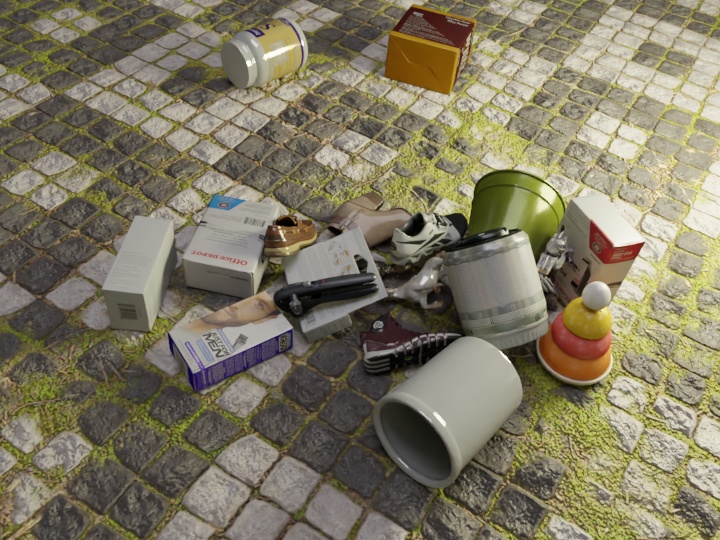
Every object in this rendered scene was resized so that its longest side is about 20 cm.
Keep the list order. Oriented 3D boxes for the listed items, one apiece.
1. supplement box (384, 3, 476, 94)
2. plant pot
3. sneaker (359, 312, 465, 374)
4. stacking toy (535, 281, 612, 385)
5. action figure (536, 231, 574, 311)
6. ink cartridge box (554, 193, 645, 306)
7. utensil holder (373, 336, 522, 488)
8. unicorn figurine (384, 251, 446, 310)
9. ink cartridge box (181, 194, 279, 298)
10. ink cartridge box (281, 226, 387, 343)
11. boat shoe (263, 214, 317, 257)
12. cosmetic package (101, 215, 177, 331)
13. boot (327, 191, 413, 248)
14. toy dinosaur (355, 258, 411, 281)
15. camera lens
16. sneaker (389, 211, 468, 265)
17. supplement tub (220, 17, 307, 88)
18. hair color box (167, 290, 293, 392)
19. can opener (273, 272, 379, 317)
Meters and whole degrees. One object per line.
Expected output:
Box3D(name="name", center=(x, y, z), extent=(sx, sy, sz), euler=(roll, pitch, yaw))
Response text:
Box3D(name="supplement box", center=(0.197, -0.622, 2.042), extent=(0.196, 0.133, 0.200), euler=(18, 47, 12))
Box3D(name="plant pot", center=(0.300, -0.068, 1.501), extent=(0.199, 0.201, 0.194), euler=(19, 59, 12))
Box3D(name="sneaker", center=(0.091, 0.118, 1.363), extent=(0.199, 0.076, 0.116), euler=(-8, 45, -13))
Box3D(name="stacking toy", center=(0.411, 0.099, 1.326), extent=(0.145, 0.201, 0.147), euler=(3, 46, -3))
Box3D(name="action figure", center=(0.365, 0.009, 1.407), extent=(0.069, 0.201, 0.130), euler=(35, 54, 24))
Box3D(name="ink cartridge box", center=(0.452, -0.027, 1.448), extent=(0.082, 0.201, 0.147), euler=(-10, 47, -22))
Box3D(name="utensil holder", center=(0.146, 0.226, 1.202), extent=(0.170, 0.171, 0.200), euler=(35, 50, 25))
Box3D(name="unicorn figurine", center=(0.122, 0.025, 1.436), extent=(0.199, 0.074, 0.137), euler=(-31, 23, -31))
Box3D(name="ink cartridge box", center=(-0.258, -0.050, 1.477), extent=(0.145, 0.085, 0.201), euler=(11, 47, 4))
Box3D(name="ink cartridge box", center=(-0.051, 0.023, 1.419), extent=(0.173, 0.044, 0.201), euler=(-22, 49, 1))
Box3D(name="boat shoe", center=(-0.139, -0.081, 1.485), extent=(0.072, 0.068, 0.200), euler=(0, 15, 17))
Box3D(name="cosmetic package", center=(-0.415, 0.003, 1.391), extent=(0.081, 0.113, 0.201), euler=(6, 44, -1))
Box3D(name="boot", center=(0.033, -0.082, 1.561), extent=(0.200, 0.070, 0.146), euler=(36, 61, 20))
Box3D(name="toy dinosaur", center=(0.000, 0.000, 1.489), extent=(0.199, 0.048, 0.088), euler=(11, 42, 9))
Box3D(name="camera lens", center=(0.247, 0.030, 1.330), extent=(0.159, 0.160, 0.201), euler=(-18, 93, -22))
Box3D(name="sneaker", center=(0.146, -0.087, 1.491), extent=(0.199, 0.089, 0.074), euler=(-28, 45, -30))
Box3D(name="supplement tub", center=(-0.255, -0.576, 1.941), extent=(0.200, 0.146, 0.145), euler=(-33, 57, -32))
Box3D(name="hair color box", center=(-0.234, 0.126, 1.327), extent=(0.199, 0.065, 0.109), euler=(-23, 52, -27))
Box3D(name="can opener", center=(-0.065, 0.035, 1.346), extent=(0.199, 0.064, 0.079), euler=(-12, 50, 11))
